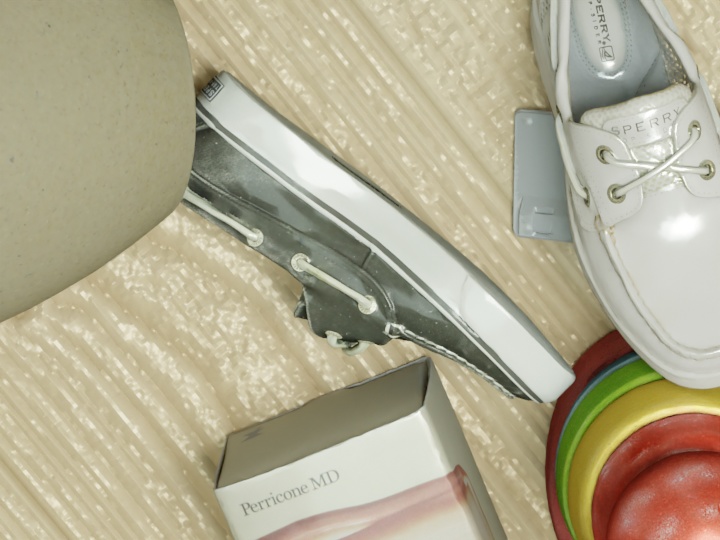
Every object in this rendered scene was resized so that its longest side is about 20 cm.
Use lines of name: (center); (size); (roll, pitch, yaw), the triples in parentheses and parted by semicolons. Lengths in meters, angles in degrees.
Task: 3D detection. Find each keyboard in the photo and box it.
keyboard: (0.154, -0.032, 1.133); (0.199, 0.011, 0.056); (7, 98, 27)

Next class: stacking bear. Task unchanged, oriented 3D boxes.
stacking bear: (0.134, 0.094, 1.106); (0.121, 0.200, 0.114); (-16, 102, 5)

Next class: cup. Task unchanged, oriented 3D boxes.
cup: (-0.150, -0.065, 1.101); (0.143, 0.200, 0.201); (-5, 104, -24)

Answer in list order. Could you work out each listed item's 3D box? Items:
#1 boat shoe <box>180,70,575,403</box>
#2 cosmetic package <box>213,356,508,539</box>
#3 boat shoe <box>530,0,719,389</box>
boat shoe: (0.000, 0.000, 1.158); (0.200, 0.071, 0.064); (38, 95, 2)
cosmetic package: (0.022, 0.153, 1.180); (0.103, 0.087, 0.200); (-23, 101, 7)
boat shoe: (0.112, -0.050, 1.096); (0.071, 0.069, 0.200); (-19, 68, -2)
